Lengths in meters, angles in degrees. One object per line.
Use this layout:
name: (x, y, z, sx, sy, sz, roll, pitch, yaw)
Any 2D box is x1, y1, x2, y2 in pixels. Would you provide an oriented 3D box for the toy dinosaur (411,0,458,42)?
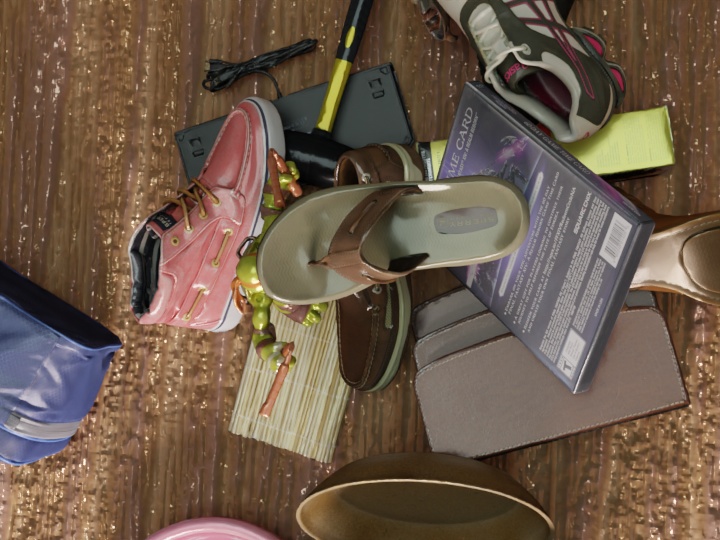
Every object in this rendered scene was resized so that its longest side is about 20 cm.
toy dinosaur: (0.086, -0.285, 1.101, 0.200, 0.086, 0.136, -42, 118, -18)

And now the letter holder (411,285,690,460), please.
letter holder: (0.142, 0.063, 1.071, 0.199, 0.101, 0.143, -16, 83, 8)

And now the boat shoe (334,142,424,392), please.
boat shoe: (-0.004, -0.001, 1.077, 0.075, 0.075, 0.203, 15, 104, 50)

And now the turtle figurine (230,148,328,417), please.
turtle figurine: (-0.067, 0.012, 1.060, 0.064, 0.161, 0.201, -2, 87, 14)

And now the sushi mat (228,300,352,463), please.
sushi mat: (-0.043, 0.054, 1.144, 0.095, 0.012, 0.201, 15, 90, 10)

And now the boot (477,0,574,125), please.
boot: (0.166, -0.226, 1.095, 0.077, 0.138, 0.201, 28, 132, 35)

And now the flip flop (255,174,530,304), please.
flip flop: (0.021, -0.022, 0.954, 0.199, 0.058, 0.082, -8, 99, 8)

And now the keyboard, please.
keyboard: (-0.063, -0.134, 1.152, 0.199, 0.021, 0.128, -17, 92, 7)

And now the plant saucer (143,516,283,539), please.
plant saucer: (-0.118, 0.305, 1.127, 0.199, 0.051, 0.202, 0, 87, 9)

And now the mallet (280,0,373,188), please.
mallet: (-0.007, -0.162, 1.117, 0.066, 0.041, 0.201, 24, 93, 6)

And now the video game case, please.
video game case: (0.119, -0.028, 0.979, 0.200, 0.019, 0.143, 47, 134, 41)

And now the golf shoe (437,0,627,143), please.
golf shoe: (0.113, -0.179, 0.999, 0.200, 0.088, 0.077, 43, 128, -1)

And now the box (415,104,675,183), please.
box: (0.148, -0.090, 1.089, 0.199, 0.075, 0.050, -7, 86, 10)

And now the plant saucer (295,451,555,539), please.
plant saucer: (0.050, 0.183, 1.047, 0.199, 0.200, 0.036, 0, 61, 9)

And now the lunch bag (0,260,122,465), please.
lunch bag: (-0.318, 0.069, 1.125, 0.199, 0.136, 0.133, 31, 92, 9)

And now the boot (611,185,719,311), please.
boot: (0.225, -0.030, 1.042, 0.199, 0.155, 0.074, -10, 112, -1)

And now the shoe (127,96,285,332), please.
shoe: (-0.128, -0.046, 1.102, 0.071, 0.091, 0.201, 28, 108, 48)
